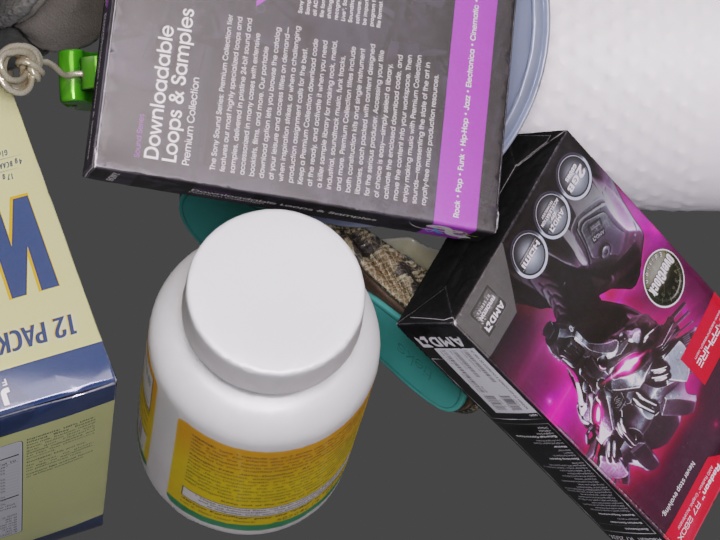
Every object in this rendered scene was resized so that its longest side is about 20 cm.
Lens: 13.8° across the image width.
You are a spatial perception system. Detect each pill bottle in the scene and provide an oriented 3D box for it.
[{"bbox_3d":[-0.050,0.048,1.450,0.112,0.200,0.113,2,66,-6],"label":"pill bottle"}]

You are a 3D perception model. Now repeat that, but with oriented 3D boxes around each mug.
[{"bbox_3d":[0.118,-0.128,1.553,0.175,0.201,0.148,1,34,1],"label":"mug"}]

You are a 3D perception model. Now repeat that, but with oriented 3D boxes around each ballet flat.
[{"bbox_3d":[0.000,0.000,1.554,0.200,0.068,0.075,34,47,15],"label":"ballet flat"}]

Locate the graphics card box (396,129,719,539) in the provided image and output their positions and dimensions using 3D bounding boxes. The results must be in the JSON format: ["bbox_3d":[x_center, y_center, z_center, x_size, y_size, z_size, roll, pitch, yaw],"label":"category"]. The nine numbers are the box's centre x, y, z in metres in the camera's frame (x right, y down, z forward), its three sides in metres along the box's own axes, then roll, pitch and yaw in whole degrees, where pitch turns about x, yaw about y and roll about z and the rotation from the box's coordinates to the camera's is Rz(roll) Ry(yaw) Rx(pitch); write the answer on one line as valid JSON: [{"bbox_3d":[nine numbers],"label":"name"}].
[{"bbox_3d":[0.120,0.039,1.499,0.200,0.051,0.126,45,64,-27],"label":"graphics card box"}]

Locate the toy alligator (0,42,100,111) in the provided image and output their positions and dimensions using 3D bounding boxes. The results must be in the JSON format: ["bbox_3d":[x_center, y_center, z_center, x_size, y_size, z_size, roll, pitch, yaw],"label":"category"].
[{"bbox_3d":[-0.118,-0.091,1.452,0.200,0.054,0.060,1,84,-48],"label":"toy alligator"}]

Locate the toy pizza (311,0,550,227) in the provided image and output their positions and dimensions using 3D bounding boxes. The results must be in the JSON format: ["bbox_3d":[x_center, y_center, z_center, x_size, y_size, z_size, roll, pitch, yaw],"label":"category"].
[{"bbox_3d":[0.006,-0.121,1.515,0.200,0.032,0.201,-2,86,24],"label":"toy pizza"}]

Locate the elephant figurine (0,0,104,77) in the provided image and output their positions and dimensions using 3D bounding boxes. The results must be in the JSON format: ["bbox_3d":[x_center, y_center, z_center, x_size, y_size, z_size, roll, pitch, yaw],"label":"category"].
[{"bbox_3d":[-0.171,-0.158,1.544,0.200,0.141,0.156,-31,113,-29],"label":"elephant figurine"}]

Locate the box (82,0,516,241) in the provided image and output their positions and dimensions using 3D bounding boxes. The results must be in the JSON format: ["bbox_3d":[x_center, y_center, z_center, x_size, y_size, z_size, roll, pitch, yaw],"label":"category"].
[{"bbox_3d":[-0.027,-0.099,1.417,0.199,0.036,0.143,10,78,-16],"label":"box"}]

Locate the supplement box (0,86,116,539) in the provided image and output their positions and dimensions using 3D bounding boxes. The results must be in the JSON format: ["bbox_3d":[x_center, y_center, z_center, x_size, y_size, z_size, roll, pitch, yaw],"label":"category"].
[{"bbox_3d":[-0.214,0.023,1.441,0.134,0.200,0.200,-17,70,-14],"label":"supplement box"}]
